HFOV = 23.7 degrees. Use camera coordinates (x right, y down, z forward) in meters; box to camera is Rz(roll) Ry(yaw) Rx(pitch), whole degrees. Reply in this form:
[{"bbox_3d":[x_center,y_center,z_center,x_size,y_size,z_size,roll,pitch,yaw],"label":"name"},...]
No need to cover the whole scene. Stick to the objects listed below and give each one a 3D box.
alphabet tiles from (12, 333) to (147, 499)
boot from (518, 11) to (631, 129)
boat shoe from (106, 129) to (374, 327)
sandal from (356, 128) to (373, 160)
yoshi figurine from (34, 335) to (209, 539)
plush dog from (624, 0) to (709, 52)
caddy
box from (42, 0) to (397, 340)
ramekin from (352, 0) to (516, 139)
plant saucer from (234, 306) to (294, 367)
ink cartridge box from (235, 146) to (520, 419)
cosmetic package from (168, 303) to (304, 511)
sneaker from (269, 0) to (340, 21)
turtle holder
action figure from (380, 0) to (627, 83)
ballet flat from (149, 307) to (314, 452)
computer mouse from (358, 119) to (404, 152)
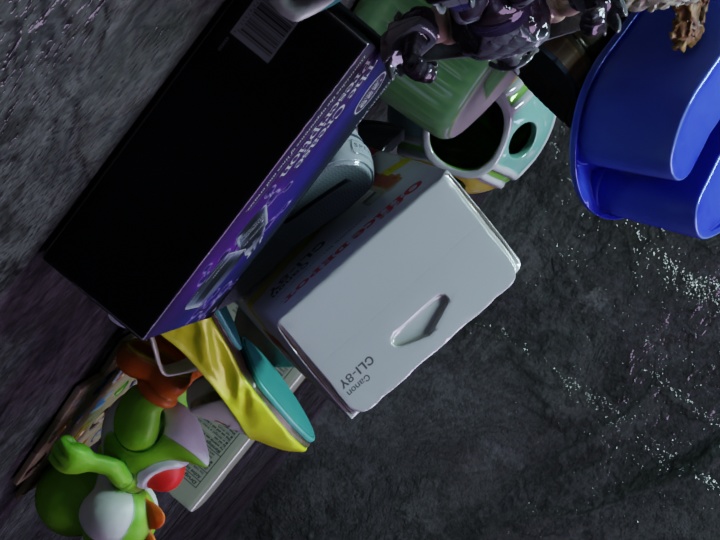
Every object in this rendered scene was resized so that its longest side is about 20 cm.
[{"bbox_3d":[-0.196,0.096,1.332,0.167,0.006,0.200,-53,174,23],"label":"alphabet tiles"},{"bbox_3d":[0.164,-0.158,1.199,0.097,0.075,0.200,-47,172,-1],"label":"boot"},{"bbox_3d":[-0.080,-0.035,1.084,0.199,0.067,0.074,-30,142,13],"label":"boat shoe"},{"bbox_3d":[-0.042,-0.087,1.178,0.079,0.059,0.207,-35,-163,7],"label":"sandal"},{"bbox_3d":[-0.188,0.134,1.280,0.201,0.112,0.112,-67,-150,17],"label":"yoshi figurine"},{"bbox_3d":[0.133,-0.210,1.031,0.200,0.171,0.161,-94,-175,-54],"label":"plush dog"},{"bbox_3d":[0.217,-0.119,1.149,0.200,0.105,0.142,-53,138,-17],"label":"caddy"},{"bbox_3d":[-0.071,-0.066,0.960,0.200,0.079,0.141,-52,177,10],"label":"box"},{"bbox_3d":[0.080,-0.189,1.212,0.200,0.098,0.200,-50,174,-7],"label":"ramekin"},{"bbox_3d":[-0.017,-0.007,1.290,0.200,0.039,0.201,-24,-152,13],"label":"plant saucer"},{"bbox_3d":[0.000,0.000,1.115,0.145,0.084,0.200,-42,-164,-6],"label":"ink cartridge box"},{"bbox_3d":[-0.116,0.098,1.487,0.200,0.103,0.087,-50,176,0],"label":"cosmetic package"},{"bbox_3d":[0.006,-0.188,0.799,0.094,0.070,0.200,-54,179,-31],"label":"sneaker"},{"bbox_3d":[0.077,-0.119,1.378,0.185,0.141,0.132,-45,-169,21],"label":"turtle holder"},{"bbox_3d":[0.068,-0.139,0.876,0.129,0.070,0.200,-22,164,5],"label":"action figure"},{"bbox_3d":[-0.101,0.066,1.191,0.067,0.200,0.067,-27,-140,4],"label":"ballet flat"},{"bbox_3d":[-0.043,-0.066,1.279,0.200,0.046,0.140,-39,-176,-16],"label":"computer mouse"}]
